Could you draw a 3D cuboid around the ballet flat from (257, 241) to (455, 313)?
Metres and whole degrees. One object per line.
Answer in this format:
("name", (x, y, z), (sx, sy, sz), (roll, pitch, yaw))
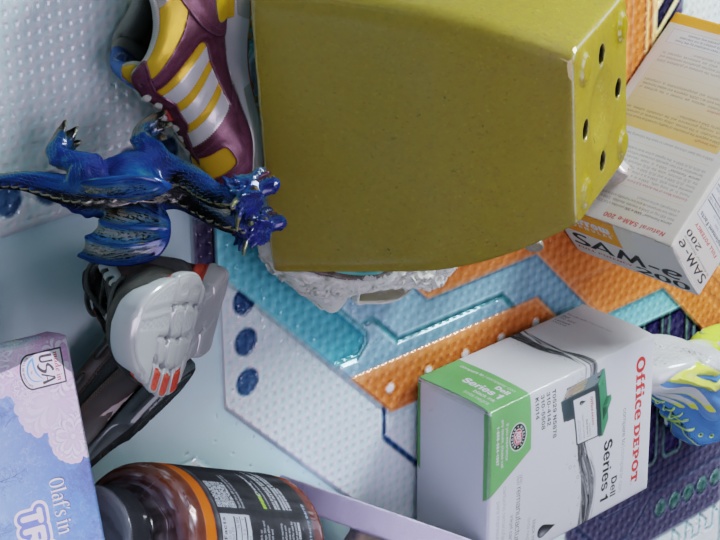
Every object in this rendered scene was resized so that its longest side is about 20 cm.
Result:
("ballet flat", (0.000, 0.000, 1.470), (0.199, 0.071, 0.072), (-5, 110, -45))

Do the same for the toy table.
("toy table", (0.015, 0.234, 1.511), (0.199, 0.184, 0.118), (19, 84, -11))

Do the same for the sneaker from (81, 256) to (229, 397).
("sneaker", (-0.138, 0.026, 1.272), (0.200, 0.081, 0.078), (-12, 119, -83))

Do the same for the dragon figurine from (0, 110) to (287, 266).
("dragon figurine", (-0.144, -0.043, 1.236), (0.198, 0.100, 0.059), (-8, 124, -20))

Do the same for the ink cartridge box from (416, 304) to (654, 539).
("ink cartridge box", (0.140, 0.130, 1.651), (0.199, 0.084, 0.147), (-22, 121, -39))

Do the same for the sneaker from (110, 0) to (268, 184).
("sneaker", (-0.114, -0.116, 1.306), (0.089, 0.075, 0.202), (-16, 117, -23))

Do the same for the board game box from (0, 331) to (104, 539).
("board game box", (-0.249, 0.155, 1.210), (0.198, 0.043, 0.202), (-14, 98, -27))

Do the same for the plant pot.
("plant pot", (0.064, -0.113, 1.342), (0.196, 0.198, 0.196), (-46, 138, -55))

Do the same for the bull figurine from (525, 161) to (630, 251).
("bull figurine", (0.129, -0.094, 1.551), (0.200, 0.065, 0.122), (37, 50, -39))

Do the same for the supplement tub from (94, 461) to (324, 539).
("supplement tub", (-0.117, 0.181, 1.371), (0.199, 0.106, 0.108), (15, 95, -56))

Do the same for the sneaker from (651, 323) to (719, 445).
("sneaker", (0.285, 0.109, 1.801), (0.199, 0.075, 0.106), (-7, 111, -45))

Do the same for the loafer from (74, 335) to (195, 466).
("loafer", (-0.194, 0.106, 1.324), (0.200, 0.063, 0.072), (-42, 174, -25))

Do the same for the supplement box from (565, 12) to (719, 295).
("supplement box", (0.259, -0.095, 1.653), (0.201, 0.126, 0.074), (-55, 138, -14))
